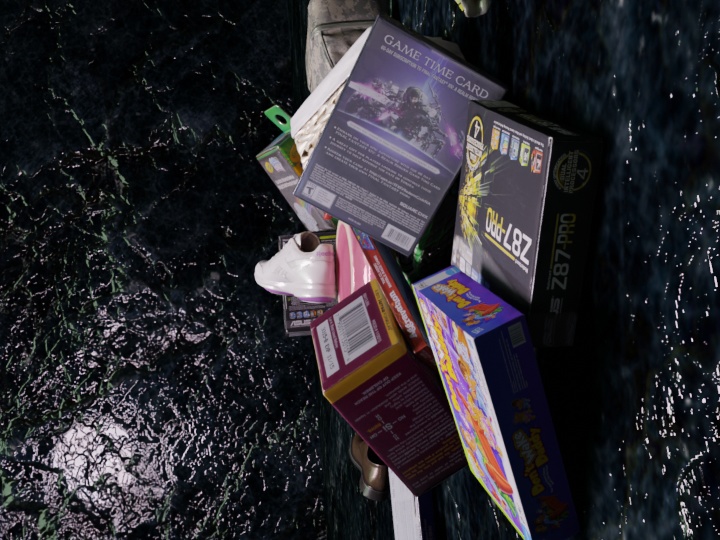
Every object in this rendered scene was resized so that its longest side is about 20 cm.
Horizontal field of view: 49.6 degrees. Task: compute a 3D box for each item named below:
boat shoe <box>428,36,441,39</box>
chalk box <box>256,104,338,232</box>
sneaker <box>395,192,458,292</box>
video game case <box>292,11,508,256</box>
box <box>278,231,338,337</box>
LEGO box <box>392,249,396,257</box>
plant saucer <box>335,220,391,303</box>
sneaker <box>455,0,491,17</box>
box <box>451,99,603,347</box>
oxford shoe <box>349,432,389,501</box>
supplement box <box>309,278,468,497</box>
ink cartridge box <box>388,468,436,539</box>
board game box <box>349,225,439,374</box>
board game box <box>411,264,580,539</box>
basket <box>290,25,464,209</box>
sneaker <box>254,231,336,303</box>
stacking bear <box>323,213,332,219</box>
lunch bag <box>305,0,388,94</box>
[{"bbox_3d":[0.060,-0.253,1.015,0.200,0.066,0.074,137,128,-84],"label":"boat shoe"},{"bbox_3d":[-0.075,-0.179,1.233,0.202,0.123,0.124,55,160,-15],"label":"chalk box"},{"bbox_3d":[0.072,-0.035,0.903,0.086,0.077,0.201,57,161,17],"label":"sneaker"},{"bbox_3d":[0.035,-0.127,0.771,0.202,0.141,0.019,-60,8,26],"label":"video game case"},{"bbox_3d":[-0.033,0.018,1.287,0.044,0.195,0.164,115,149,-75],"label":"box"},{"bbox_3d":[0.049,-0.015,1.137,0.149,0.075,0.205,113,152,-69],"label":"LEGO box"},{"bbox_3d":[0.000,0.000,1.055,0.200,0.049,0.206,178,90,-80],"label":"plant saucer"},{"bbox_3d":[0.114,-0.297,0.675,0.200,0.074,0.078,79,178,-80],"label":"sneaker"},{"bbox_3d":[0.133,-0.050,0.666,0.200,0.048,0.165,-117,28,-67],"label":"box"},{"bbox_3d":[0.028,0.348,1.481,0.200,0.071,0.086,-128,51,-70],"label":"oxford shoe"},{"bbox_3d":[0.040,0.133,0.889,0.201,0.102,0.132,52,-171,-29],"label":"supplement box"},{"bbox_3d":[0.082,0.341,1.172,0.200,0.042,0.201,119,148,-70],"label":"ink cartridge box"},{"bbox_3d":[0.039,0.017,0.878,0.203,0.019,0.103,64,-169,28],"label":"board game box"},{"bbox_3d":[0.112,0.112,0.654,0.134,0.044,0.204,-135,24,-68],"label":"board game box"},{"bbox_3d":[0.024,-0.160,0.890,0.199,0.133,0.126,-36,60,51],"label":"basket"},{"bbox_3d":[-0.094,-0.009,1.179,0.198,0.074,0.102,9,96,53],"label":"sneaker"},{"bbox_3d":[-0.020,-0.158,1.054,0.122,0.112,0.203,-49,18,45],"label":"stacking bear"},{"bbox_3d":[-0.015,-0.312,1.240,0.201,0.136,0.172,108,157,-69],"label":"lunch bag"}]
